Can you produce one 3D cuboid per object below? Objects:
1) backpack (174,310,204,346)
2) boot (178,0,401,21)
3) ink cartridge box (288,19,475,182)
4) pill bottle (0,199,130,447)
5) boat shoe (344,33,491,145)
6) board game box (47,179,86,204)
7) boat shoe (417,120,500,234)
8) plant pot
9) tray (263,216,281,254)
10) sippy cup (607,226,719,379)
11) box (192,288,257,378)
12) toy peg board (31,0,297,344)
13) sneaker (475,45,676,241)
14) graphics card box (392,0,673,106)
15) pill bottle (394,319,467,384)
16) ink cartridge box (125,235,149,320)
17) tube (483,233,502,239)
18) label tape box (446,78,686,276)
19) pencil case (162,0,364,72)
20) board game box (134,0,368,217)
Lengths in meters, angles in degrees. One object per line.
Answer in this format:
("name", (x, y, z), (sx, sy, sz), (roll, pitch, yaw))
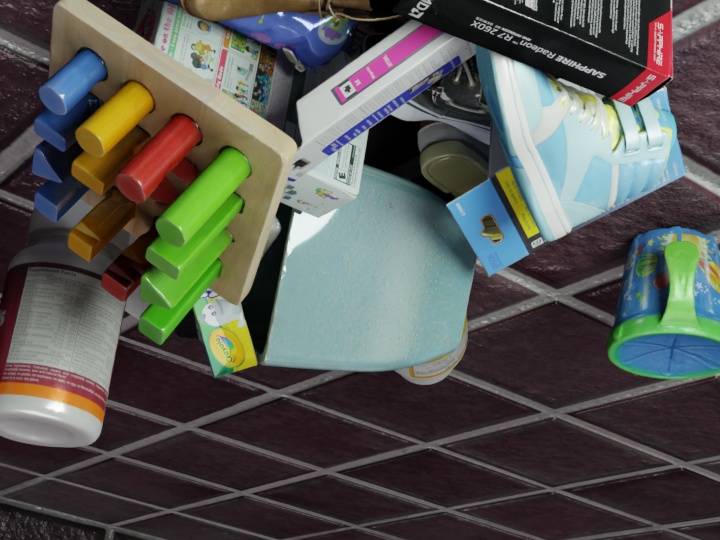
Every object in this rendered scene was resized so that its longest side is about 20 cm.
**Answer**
("backpack", (-0.121, 0.029, 1.421), (0.198, 0.128, 0.167), (4, 152, 0))
("boot", (-0.029, -0.206, 0.853), (0.198, 0.076, 0.074), (-17, 149, -7))
("ink cartridge box", (0.013, -0.137, 0.909), (0.199, 0.037, 0.095), (-37, 175, 7))
("pill bottle", (-0.265, 0.045, 1.079), (0.108, 0.202, 0.110), (5, 156, 2))
("boat shoe", (0.079, -0.164, 1.031), (0.199, 0.073, 0.071), (12, 149, -36))
("board game box", (-0.249, -0.110, 1.143), (0.044, 0.136, 0.200), (8, 155, -3))
("boat shoe", (0.112, -0.096, 1.152), (0.074, 0.069, 0.200), (-14, 155, 20))
("plant pot", (0.000, 0.000, 1.178), (0.198, 0.198, 0.196), (12, -179, -16))
("tray", (-0.151, -0.094, 1.130), (0.201, 0.022, 0.107), (53, 150, 6))
("sippy cup", (0.329, 0.030, 1.288), (0.138, 0.132, 0.178), (17, 154, -22))
("box", (-0.142, -0.020, 1.072), (0.048, 0.118, 0.202), (-15, 119, -9))
("toy peg board", (-0.170, -0.058, 0.895), (0.198, 0.098, 0.201), (34, 144, 6))
("sneaker", (0.166, -0.121, 0.919), (0.129, 0.080, 0.201), (-22, 136, 6))
("graphics card box", (0.123, -0.205, 0.843), (0.198, 0.127, 0.051), (17, 154, -22))
("pill bottle", (0.072, 0.063, 1.454), (0.111, 0.114, 0.200), (3, 155, 8))
("ink cartridge box", (-0.197, -0.018, 1.256), (0.066, 0.117, 0.200), (31, -177, 3))
("tube", (0.089, -0.046, 1.288), (0.198, 0.058, 0.052), (0, 129, 8))
("label tape box", (0.171, -0.093, 1.054), (0.199, 0.064, 0.144), (-27, 147, 8))
("pencil case", (-0.092, -0.219, 0.924), (0.198, 0.088, 0.078), (20, 178, -25))
("board game box", (-0.088, -0.151, 0.996), (0.199, 0.149, 0.064), (22, 154, -29))
